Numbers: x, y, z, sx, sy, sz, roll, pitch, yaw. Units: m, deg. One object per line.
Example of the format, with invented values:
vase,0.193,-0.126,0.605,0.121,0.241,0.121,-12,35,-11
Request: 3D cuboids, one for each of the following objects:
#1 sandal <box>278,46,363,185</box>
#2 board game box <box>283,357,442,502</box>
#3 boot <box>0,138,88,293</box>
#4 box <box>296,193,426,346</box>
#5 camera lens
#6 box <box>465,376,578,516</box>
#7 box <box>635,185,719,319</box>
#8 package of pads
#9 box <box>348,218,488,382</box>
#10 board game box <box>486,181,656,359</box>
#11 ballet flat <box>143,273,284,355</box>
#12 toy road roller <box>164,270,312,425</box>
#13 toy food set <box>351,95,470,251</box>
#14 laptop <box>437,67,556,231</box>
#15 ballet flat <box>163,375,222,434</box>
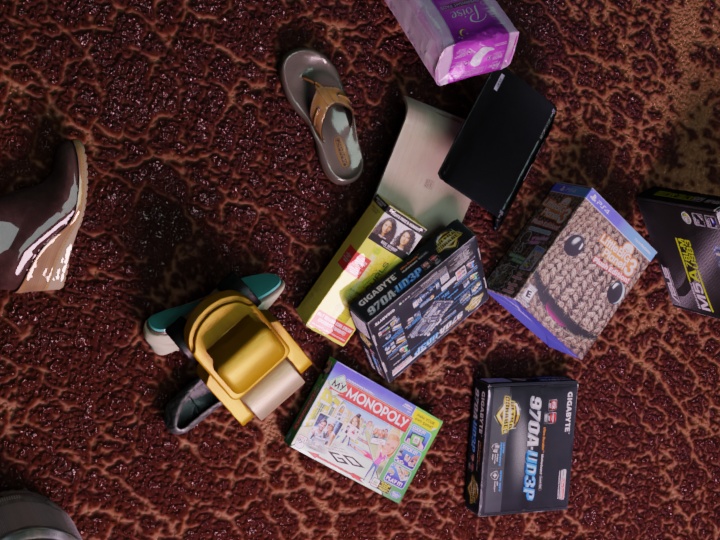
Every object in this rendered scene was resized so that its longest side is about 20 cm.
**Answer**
sandal,-0.044,-0.206,1.676,0.081,0.055,0.201,-25,108,-19
board game box,0.006,0.228,1.777,0.199,0.029,0.135,31,86,-25
boot,-0.425,-0.073,1.517,0.165,0.072,0.201,10,98,-27
box,0.000,0.000,1.706,0.075,0.050,0.200,32,100,-29
camera lens,-0.411,0.367,1.526,0.159,0.200,0.161,-4,100,-24
box,0.242,0.261,1.878,0.158,0.046,0.202,1,98,-24
box,0.514,-0.023,1.882,0.047,0.193,0.201,-30,110,-19
package of pads,0.110,-0.346,1.657,0.120,0.201,0.076,-17,150,-19
box,0.085,0.044,1.738,0.200,0.046,0.159,-39,146,-13
board game box,0.309,-0.001,1.845,0.159,0.097,0.201,39,82,-24
ballet flat,-0.191,0.062,1.657,0.199,0.069,0.070,-19,106,-18
toy road roller,-0.141,0.113,1.572,0.123,0.146,0.200,-41,121,-7
toy food set,0.085,-0.127,1.753,0.143,0.060,0.201,18,99,-26
laptop,0.191,-0.167,1.750,0.103,0.200,0.178,28,87,7
ballet flat,-0.181,0.146,1.672,0.200,0.057,0.067,-46,114,-11
